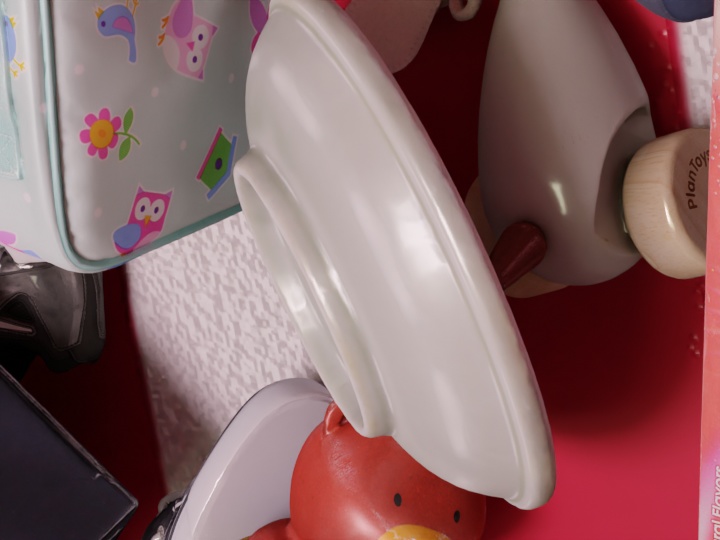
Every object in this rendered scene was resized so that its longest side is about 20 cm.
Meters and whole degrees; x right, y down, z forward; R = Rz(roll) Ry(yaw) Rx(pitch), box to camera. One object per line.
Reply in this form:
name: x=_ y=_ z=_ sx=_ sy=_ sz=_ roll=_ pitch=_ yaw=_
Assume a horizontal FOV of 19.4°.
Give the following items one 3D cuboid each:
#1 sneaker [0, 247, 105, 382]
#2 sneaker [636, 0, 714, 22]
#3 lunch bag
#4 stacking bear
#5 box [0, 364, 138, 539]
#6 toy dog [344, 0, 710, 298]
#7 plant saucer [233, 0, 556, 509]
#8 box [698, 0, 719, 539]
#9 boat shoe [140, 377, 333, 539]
sneaker: x=-0.189 y=0.014 z=0.958 sx=0.199 sy=0.066 sz=0.091 roll=0 pitch=105 yaw=38
sneaker: x=0.142 y=-0.144 z=0.607 sx=0.082 sy=0.070 sz=0.201 roll=44 pitch=132 yaw=28
lunch bag: x=-0.091 y=-0.108 z=0.761 sx=0.077 sy=0.160 sz=0.201 roll=15 pitch=118 yaw=35
stacking bear: x=-0.017 y=0.145 z=0.822 sx=0.201 sy=0.121 sz=0.114 roll=-64 pitch=20 yaw=12
box: x=-0.220 y=0.097 z=0.919 sx=0.198 sy=0.123 sz=0.200 roll=43 pitch=154 yaw=4
toy dog: x=0.047 y=-0.070 z=0.703 sx=0.200 sy=0.096 sz=0.132 roll=55 pitch=132 yaw=8
plant saucer: x=0.000 y=0.000 z=0.729 sx=0.201 sy=0.050 sz=0.200 roll=62 pitch=171 yaw=17
box: x=0.167 y=0.007 z=0.634 sx=0.102 sy=0.095 sz=0.201 roll=15 pitch=117 yaw=36
boat shoe: x=-0.063 y=0.121 z=0.899 sx=0.068 sy=0.071 sz=0.201 roll=48 pitch=129 yaw=44
